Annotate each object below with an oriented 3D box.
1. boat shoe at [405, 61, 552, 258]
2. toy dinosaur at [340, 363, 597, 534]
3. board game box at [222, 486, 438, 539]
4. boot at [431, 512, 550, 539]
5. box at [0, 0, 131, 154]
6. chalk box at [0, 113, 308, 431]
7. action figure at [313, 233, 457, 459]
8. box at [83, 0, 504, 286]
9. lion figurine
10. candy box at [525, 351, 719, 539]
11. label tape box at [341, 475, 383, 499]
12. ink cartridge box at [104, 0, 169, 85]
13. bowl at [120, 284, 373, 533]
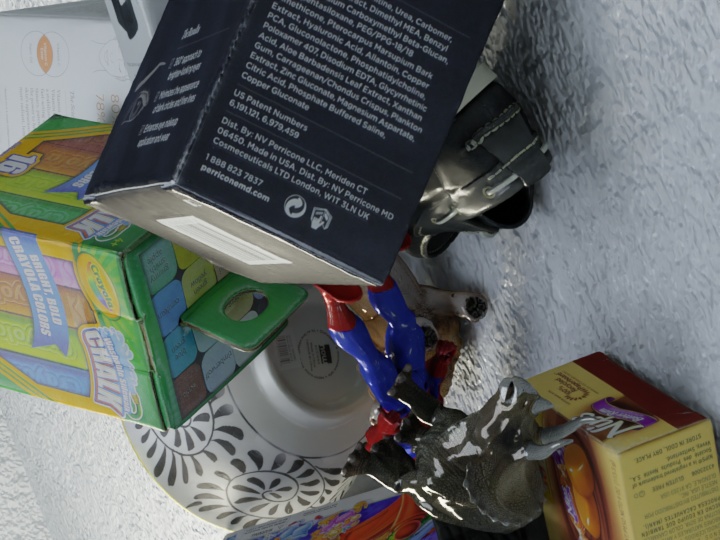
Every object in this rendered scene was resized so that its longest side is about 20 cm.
[{"bbox_3d":[0.054,-0.039,1.173,0.068,0.072,0.200,40,164,5],"label":"boat shoe"},{"bbox_3d":[0.054,0.103,1.128,0.102,0.077,0.200,31,166,15],"label":"toy dinosaur"},{"bbox_3d":[-0.012,0.185,1.323,0.045,0.199,0.135,61,-152,-18],"label":"board game box"},{"bbox_3d":[0.083,0.179,1.220,0.200,0.067,0.131,-73,-35,-65],"label":"boot"},{"bbox_3d":[-0.126,-0.102,1.407,0.199,0.097,0.125,7,105,36],"label":"box"},{"bbox_3d":[-0.127,0.002,1.298,0.199,0.124,0.124,10,126,33],"label":"chalk box"},{"bbox_3d":[0.022,0.060,1.236,0.052,0.066,0.200,24,151,29],"label":"action figure"},{"bbox_3d":[-0.029,-0.104,1.104,0.201,0.117,0.197,-67,17,-7],"label":"box"},{"bbox_3d":[0.000,0.000,1.322,0.201,0.072,0.122,58,159,-10],"label":"lion figurine"},{"bbox_3d":[0.143,0.154,1.135,0.117,0.056,0.201,-145,40,-64],"label":"candy box"},{"bbox_3d":[-0.008,0.189,1.582,0.144,0.063,0.201,-146,39,-77],"label":"label tape box"},{"bbox_3d":[-0.071,-0.181,1.255,0.083,0.145,0.201,12,121,70],"label":"ink cartridge box"},{"bbox_3d":[-0.048,0.059,1.416,0.094,0.200,0.202,-24,86,52],"label":"bowl"}]
